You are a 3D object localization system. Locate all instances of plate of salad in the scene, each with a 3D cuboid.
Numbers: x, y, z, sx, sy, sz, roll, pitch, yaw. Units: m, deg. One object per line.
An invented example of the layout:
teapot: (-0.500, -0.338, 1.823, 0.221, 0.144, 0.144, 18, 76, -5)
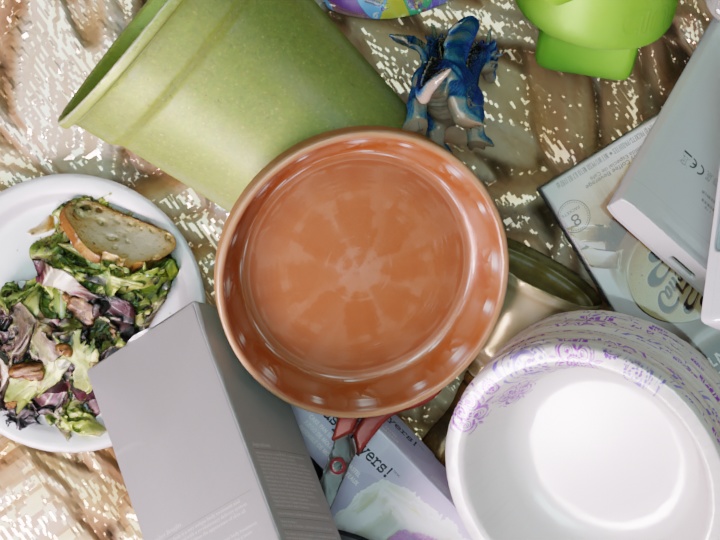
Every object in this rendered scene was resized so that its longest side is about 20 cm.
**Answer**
plate of salad: (-0.210, 0.031, 1.769, 0.199, 0.048, 0.201, 0, 93, 2)

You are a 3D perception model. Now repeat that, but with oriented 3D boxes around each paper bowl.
paper bowl: (0.166, 0.122, 1.668, 0.200, 0.104, 0.202, 9, 115, 21)

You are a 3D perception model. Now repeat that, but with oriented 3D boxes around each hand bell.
hand bell: (0.079, 0.084, 1.750, 0.104, 0.104, 0.201, 28, 105, 1)

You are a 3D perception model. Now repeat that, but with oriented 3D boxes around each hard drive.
hard drive: (0.259, -0.075, 1.687, 0.132, 0.027, 0.200, 40, 58, -12)

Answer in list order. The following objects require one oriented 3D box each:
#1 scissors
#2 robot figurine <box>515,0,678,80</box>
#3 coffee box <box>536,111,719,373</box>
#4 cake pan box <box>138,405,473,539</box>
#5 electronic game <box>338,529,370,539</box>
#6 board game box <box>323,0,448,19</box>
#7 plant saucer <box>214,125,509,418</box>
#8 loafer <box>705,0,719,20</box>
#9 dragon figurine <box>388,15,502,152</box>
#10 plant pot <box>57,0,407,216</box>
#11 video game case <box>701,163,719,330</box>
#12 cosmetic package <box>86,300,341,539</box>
scissors: (-0.016, 0.119, 1.695, 0.073, 0.014, 0.200, 36, 84, -1)
robot figurine: (0.169, -0.232, 1.686, 0.115, 0.176, 0.201, 11, 126, 1)
coffee box: (0.222, -0.001, 1.731, 0.113, 0.080, 0.201, -32, 91, 2)
cake pan box: (-0.031, 0.177, 1.749, 0.200, 0.052, 0.184, 46, 104, 2)
electronic game: (-0.030, 0.276, 1.719, 0.199, 0.042, 0.201, 2, 101, 12)
board game box: (0.012, -0.271, 1.729, 0.158, 0.039, 0.201, -32, 102, 8)
plant saucer: (0.000, 0.000, 1.653, 0.199, 0.032, 0.201, -4, 109, -11)
loafer: (0.334, -0.202, 1.702, 0.199, 0.070, 0.070, -4, 63, -17)
dragon figurine: (0.054, -0.138, 1.676, 0.059, 0.200, 0.100, -10, 77, 15)
plant pot: (-0.075, -0.120, 1.699, 0.184, 0.200, 0.201, 40, 94, -10)
video game case: (0.304, -0.028, 1.667, 0.023, 0.199, 0.183, -4, 72, 44)
cosmetic package: (-0.097, 0.133, 1.674, 0.107, 0.090, 0.201, -30, 65, 25)
